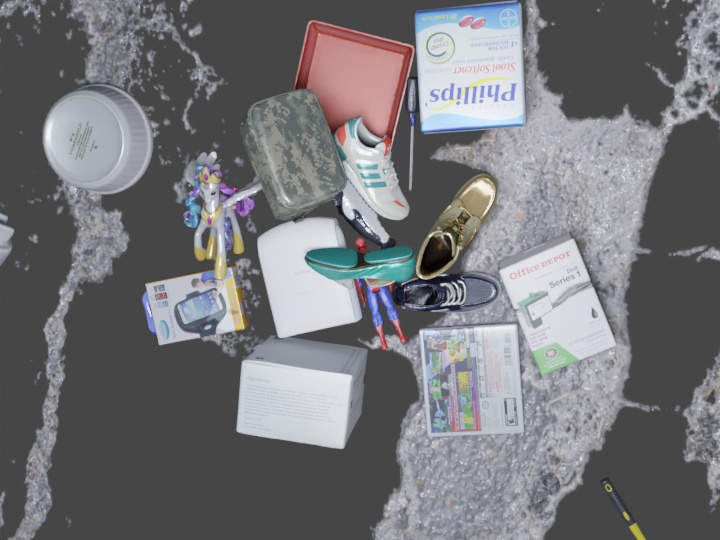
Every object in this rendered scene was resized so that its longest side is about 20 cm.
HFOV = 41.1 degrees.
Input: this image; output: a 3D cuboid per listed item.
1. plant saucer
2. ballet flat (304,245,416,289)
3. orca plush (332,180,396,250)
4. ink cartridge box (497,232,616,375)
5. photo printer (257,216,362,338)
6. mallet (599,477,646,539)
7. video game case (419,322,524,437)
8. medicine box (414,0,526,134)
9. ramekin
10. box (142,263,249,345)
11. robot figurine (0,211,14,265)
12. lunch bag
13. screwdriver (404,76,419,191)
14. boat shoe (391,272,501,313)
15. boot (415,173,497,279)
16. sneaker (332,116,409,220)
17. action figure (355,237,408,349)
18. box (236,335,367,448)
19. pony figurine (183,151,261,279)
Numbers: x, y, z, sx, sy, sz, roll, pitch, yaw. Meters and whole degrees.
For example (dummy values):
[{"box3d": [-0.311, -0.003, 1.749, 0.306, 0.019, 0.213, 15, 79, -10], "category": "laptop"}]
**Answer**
[{"box3d": [-0.018, -0.320, 1.705, 0.196, 0.037, 0.204, 15, 101, 6], "category": "plant saucer"}, {"box3d": [0.000, 0.000, 1.675, 0.196, 0.068, 0.072, -2, 120, 4], "category": "ballet flat"}, {"box3d": [-0.008, -0.117, 1.733, 0.200, 0.105, 0.071, 48, 147, -10], "category": "orca plush"}, {"box3d": [0.340, 0.056, 1.677, 0.144, 0.084, 0.203, -23, 94, 11], "category": "ink cartridge box"}, {"box3d": [-0.096, 0.007, 1.746, 0.163, 0.069, 0.204, -11, 96, 10], "category": "photo printer"}, {"box3d": [0.503, 0.460, 1.736, 0.065, 0.041, 0.203, -26, 90, 13], "category": "mallet"}, {"box3d": [0.203, 0.200, 1.752, 0.178, 0.023, 0.204, -4, 98, 9], "category": "video game case"}, {"box3d": [0.189, -0.341, 1.636, 0.178, 0.103, 0.204, -3, 97, 9], "category": "medicine box"}, {"box3d": [-0.488, -0.240, 1.761, 0.198, 0.094, 0.207, 1, 99, 8], "category": "ramekin"}, {"box3d": [-0.317, 0.067, 1.806, 0.196, 0.041, 0.121, -12, 96, 8], "category": "box"}, {"box3d": [-0.742, -0.027, 1.821, 0.201, 0.112, 0.170, -50, 50, 12], "category": "robot figurine"}, {"box3d": [-0.125, -0.191, 1.637, 0.137, 0.167, 0.203, -21, 88, -22], "category": "lunch bag"}, {"box3d": [0.095, -0.240, 1.696, 0.029, 0.028, 0.204, -10, 112, -15], "category": "screwdriver"}, {"box3d": [0.157, 0.044, 1.686, 0.196, 0.093, 0.076, -5, 94, -3], "category": "boat shoe"}, {"box3d": [0.165, -0.075, 1.650, 0.073, 0.155, 0.201, 40, 102, 1], "category": "boot"}, {"box3d": [0.031, -0.178, 1.666, 0.093, 0.071, 0.200, -36, 100, 33], "category": "sneaker"}, {"box3d": [0.029, 0.038, 1.743, 0.064, 0.052, 0.204, -18, 90, 5], "category": "action figure"}, {"box3d": [-0.099, 0.210, 1.710, 0.196, 0.199, 0.134, 7, 100, 8], "category": "box"}, {"box3d": [-0.245, -0.116, 1.709, 0.163, 0.194, 0.204, 7, 118, 11], "category": "pony figurine"}]
